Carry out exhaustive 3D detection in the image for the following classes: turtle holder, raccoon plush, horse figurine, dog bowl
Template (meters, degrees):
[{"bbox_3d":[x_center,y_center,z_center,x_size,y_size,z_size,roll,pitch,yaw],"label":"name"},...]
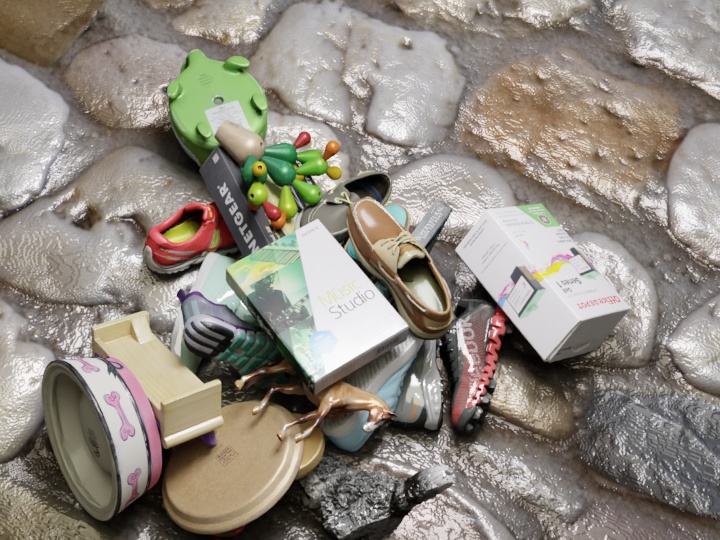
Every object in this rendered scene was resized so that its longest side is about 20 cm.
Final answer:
[{"bbox_3d":[-0.213,-0.220,1.880,0.185,0.132,0.141,34,64,15],"label":"turtle holder"},{"bbox_3d":[0.013,0.250,1.635,0.198,0.097,0.135,-28,64,7],"label":"raccoon plush"},{"bbox_3d":[-0.066,0.149,1.621,0.132,0.050,0.199,-27,38,-27],"label":"horse figurine"},{"bbox_3d":[-0.309,0.194,1.607,0.073,0.201,0.201,-19,62,-33],"label":"dog bowl"}]

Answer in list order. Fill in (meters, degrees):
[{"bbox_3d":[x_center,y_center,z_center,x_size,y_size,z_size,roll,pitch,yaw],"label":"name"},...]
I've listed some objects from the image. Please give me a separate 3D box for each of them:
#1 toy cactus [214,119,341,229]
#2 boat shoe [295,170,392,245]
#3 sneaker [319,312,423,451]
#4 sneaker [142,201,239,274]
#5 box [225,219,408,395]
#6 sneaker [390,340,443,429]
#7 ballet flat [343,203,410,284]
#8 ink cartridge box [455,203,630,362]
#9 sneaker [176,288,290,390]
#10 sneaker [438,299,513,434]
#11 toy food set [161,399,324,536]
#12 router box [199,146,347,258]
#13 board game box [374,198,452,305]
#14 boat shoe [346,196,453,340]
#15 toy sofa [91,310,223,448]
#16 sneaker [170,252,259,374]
[{"bbox_3d":[-0.118,-0.145,1.758,0.164,0.103,0.200,35,41,6],"label":"toy cactus"},{"bbox_3d":[-0.020,-0.085,1.807,0.072,0.060,0.201,49,35,3],"label":"boat shoe"},{"bbox_3d":[0.023,0.141,1.689,0.074,0.082,0.200,29,71,41],"label":"sneaker"},{"bbox_3d":[-0.205,-0.062,1.812,0.199,0.085,0.077,-31,66,-31],"label":"sneaker"},{"bbox_3d":[-0.055,0.041,1.639,0.143,0.037,0.200,-29,60,-23],"label":"box"},{"bbox_3d":[0.065,0.112,1.749,0.078,0.074,0.202,-3,61,0],"label":"sneaker"},{"bbox_3d":[0.000,0.000,1.775,0.068,0.063,0.201,33,80,20],"label":"ballet flat"},{"bbox_3d":[0.244,0.013,1.776,0.144,0.084,0.201,-8,53,-51],"label":"ink cartridge box"},{"bbox_3d":[-0.150,0.082,1.699,0.074,0.199,0.088,-40,46,16],"label":"sneaker"},{"bbox_3d":[0.139,0.119,1.751,0.097,0.071,0.202,16,58,4],"label":"sneaker"},{"bbox_3d":[-0.154,0.239,1.630,0.196,0.049,0.201,13,56,39],"label":"toy food set"},{"bbox_3d":[-0.110,-0.073,1.805,0.156,0.052,0.201,0,52,-48],"label":"router box"},{"bbox_3d":[0.046,0.012,1.765,0.028,0.136,0.201,34,62,5],"label":"board game box"},{"bbox_3d":[0.056,-0.011,1.660,0.075,0.074,0.201,-28,74,-23],"label":"boat shoe"},{"bbox_3d":[-0.254,0.143,1.644,0.082,0.099,0.200,-17,37,-33],"label":"toy sofa"},{"bbox_3d":[-0.174,0.070,1.747,0.117,0.074,0.202,12,57,9],"label":"sneaker"}]
